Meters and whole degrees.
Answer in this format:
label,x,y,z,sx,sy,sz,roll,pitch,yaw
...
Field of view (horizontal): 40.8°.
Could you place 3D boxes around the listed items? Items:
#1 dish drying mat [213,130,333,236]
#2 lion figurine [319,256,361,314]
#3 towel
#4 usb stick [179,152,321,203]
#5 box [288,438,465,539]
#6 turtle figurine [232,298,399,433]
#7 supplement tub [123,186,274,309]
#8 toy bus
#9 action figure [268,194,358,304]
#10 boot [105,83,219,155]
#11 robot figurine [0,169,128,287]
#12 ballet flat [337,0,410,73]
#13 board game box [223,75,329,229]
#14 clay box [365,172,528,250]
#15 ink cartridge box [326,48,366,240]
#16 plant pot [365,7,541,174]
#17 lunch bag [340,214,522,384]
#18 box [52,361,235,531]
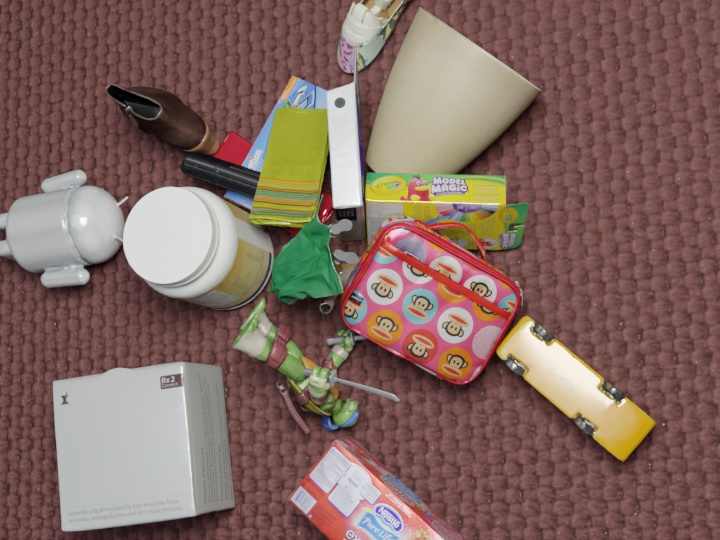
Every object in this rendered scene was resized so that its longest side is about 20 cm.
label,x,y,z,sx,sy,sz,roll,pitch,yaw
dish drying mat,-0.128,-0.118,1.366,0.200,0.018,0.077,34,88,19
lion figurine,0.000,0.000,1.281,0.199,0.123,0.073,-1,114,0
towel,-0.089,-0.142,1.286,0.086,0.018,0.201,5,56,6
usb stick,-0.150,-0.119,1.313,0.199,0.055,0.033,19,108,16
box,0.022,0.312,1.213,0.200,0.095,0.100,39,94,18
turtle figurine,-0.051,0.101,1.233,0.194,0.200,0.144,36,48,-9
supplement tub,-0.211,-0.029,1.279,0.144,0.200,0.145,-3,80,16
toy bus,0.261,0.143,1.180,0.200,0.078,0.065,41,95,18
action figure,-0.068,-0.005,1.202,0.054,0.200,0.119,0,74,-29
boot,-0.301,-0.233,1.351,0.200,0.166,0.073,30,91,26
robot figurine,-0.425,-0.060,1.391,0.199,0.113,0.170,-7,81,15
ballet flat,0.027,-0.366,1.332,0.069,0.071,0.200,39,94,17
board game box,-0.099,-0.166,1.351,0.103,0.019,0.201,26,82,16
clay box,0.107,-0.073,1.222,0.199,0.115,0.048,1,62,2
ink cartridge box,-0.017,-0.155,1.246,0.043,0.198,0.201,-2,80,2
plant pot,0.099,-0.199,1.244,0.187,0.187,0.200,39,107,18
lunch bag,0.091,0.026,1.184,0.199,0.082,0.177,28,100,-8
box,-0.289,0.234,1.297,0.198,0.131,0.201,-10,79,15
